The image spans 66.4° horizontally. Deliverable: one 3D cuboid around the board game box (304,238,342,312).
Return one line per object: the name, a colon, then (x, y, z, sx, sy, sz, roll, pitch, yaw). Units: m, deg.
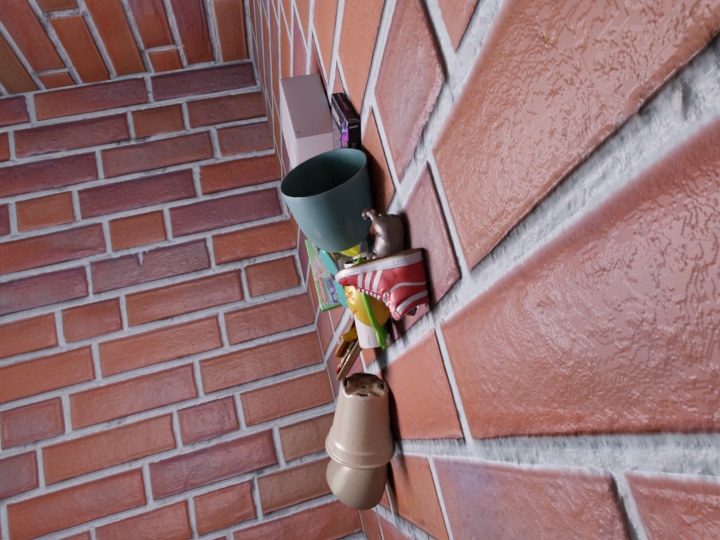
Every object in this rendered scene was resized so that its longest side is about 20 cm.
board game box: (-0.066, -0.005, 1.496, 0.029, 0.130, 0.207, 72, -177, -74)

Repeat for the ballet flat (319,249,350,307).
ballet flat: (-0.047, 0.003, 1.392, 0.073, 0.070, 0.204, -117, 5, -51)

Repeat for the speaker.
speaker: (0.016, 0.073, 1.296, 0.081, 0.078, 0.208, -159, 58, -76)

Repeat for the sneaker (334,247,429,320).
sneaker: (0.039, 0.035, 0.996, 0.196, 0.070, 0.117, -13, 96, 41)

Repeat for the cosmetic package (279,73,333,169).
cosmetic package: (-0.149, -0.397, 1.547, 0.201, 0.118, 0.206, 100, 155, -65)

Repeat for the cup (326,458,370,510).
cup: (0.007, 0.599, 1.690, 0.147, 0.194, 0.202, -66, 30, 27)

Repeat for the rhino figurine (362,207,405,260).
rhino figurine: (0.056, -0.018, 1.052, 0.086, 0.058, 0.207, 22, 127, 53)

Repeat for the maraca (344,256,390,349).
maraca: (0.026, 0.070, 1.194, 0.138, 0.103, 0.206, -70, -36, -69)

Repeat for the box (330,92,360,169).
box: (-0.033, -0.291, 1.294, 0.145, 0.035, 0.205, -114, 15, -45)

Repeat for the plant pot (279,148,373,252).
plant pot: (-0.058, -0.142, 1.198, 0.202, 0.195, 0.165, -120, 9, -56)

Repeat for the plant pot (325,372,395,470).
plant pot: (0.006, 0.388, 1.471, 0.201, 0.193, 0.191, -129, 40, -65)

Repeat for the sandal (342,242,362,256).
sandal: (-0.054, -0.093, 1.340, 0.198, 0.078, 0.090, 28, 94, 54)

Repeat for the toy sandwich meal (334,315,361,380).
toy sandwich meal: (-0.027, 0.193, 1.455, 0.069, 0.208, 0.206, 30, 159, 5)

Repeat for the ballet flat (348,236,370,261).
ballet flat: (0.000, 0.000, 1.355, 0.067, 0.060, 0.208, -148, 47, -69)
